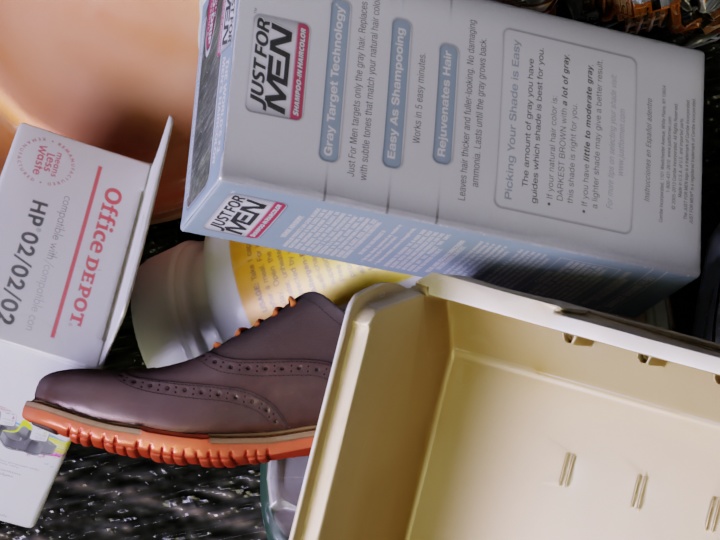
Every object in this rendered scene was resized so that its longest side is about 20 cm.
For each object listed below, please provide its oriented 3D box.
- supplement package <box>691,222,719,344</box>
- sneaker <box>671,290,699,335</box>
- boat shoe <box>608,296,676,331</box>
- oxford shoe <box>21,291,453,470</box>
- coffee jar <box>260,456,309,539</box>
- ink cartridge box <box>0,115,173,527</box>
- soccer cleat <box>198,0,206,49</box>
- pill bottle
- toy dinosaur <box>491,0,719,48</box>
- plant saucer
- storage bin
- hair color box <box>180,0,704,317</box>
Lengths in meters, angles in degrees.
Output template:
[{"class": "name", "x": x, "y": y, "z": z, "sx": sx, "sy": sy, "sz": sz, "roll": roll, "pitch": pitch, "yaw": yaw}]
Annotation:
[{"class": "supplement package", "x": 0.270, "y": -0.004, "z": 0.892, "sx": 0.191, "sy": 0.147, "sz": 0.200, "roll": 32, "pitch": 121, "yaw": -5}, {"class": "sneaker", "x": 0.209, "y": 0.087, "z": 0.982, "sx": 0.200, "sy": 0.082, "sz": 0.072, "roll": 49, "pitch": 127, "yaw": 30}, {"class": "boat shoe", "x": 0.096, "y": 0.088, "z": 0.890, "sx": 0.066, "sy": 0.201, "sz": 0.074, "roll": 3, "pitch": 150, "yaw": 8}, {"class": "oxford shoe", "x": -0.040, "y": 0.046, "z": 0.903, "sx": 0.198, "sy": 0.071, "sz": 0.073, "roll": 2, "pitch": 84, "yaw": -7}, {"class": "coffee jar", "x": 0.008, "y": 0.131, "z": 1.018, "sx": 0.103, "sy": 0.086, "sz": 0.200, "roll": -1, "pitch": 153, "yaw": 0}, {"class": "ink cartridge box", "x": -0.147, "y": 0.018, "z": 0.980, "sx": 0.067, "sy": 0.116, "sz": 0.200, "roll": 17, "pitch": 143, "yaw": -10}, {"class": "soccer cleat", "x": -0.041, "y": -0.177, "z": 0.901, "sx": 0.077, "sy": 0.069, "sz": 0.201, "roll": 18, "pitch": 99, "yaw": 14}, {"class": "pill bottle", "x": 0.000, "y": 0.000, "z": 0.979, "sx": 0.199, "sy": 0.113, "sz": 0.113, "roll": -22, "pitch": 112, "yaw": 23}, {"class": "toy dinosaur", "x": 0.075, "y": -0.135, "z": 0.880, "sx": 0.102, "sy": 0.199, "sz": 0.136, "roll": 46, "pitch": 136, "yaw": 39}, {"class": "plant saucer", "x": -0.120, "y": -0.116, "z": 0.987, "sx": 0.199, "sy": 0.038, "sz": 0.201, "roll": 5, "pitch": 119, "yaw": 9}, {"class": "storage bin", "x": 0.081, "y": 0.118, "z": 0.789, "sx": 0.199, "sy": 0.094, "sz": 0.200, "roll": 15, "pitch": 93, "yaw": 26}, {"class": "hair color box", "x": 0.035, "y": -0.052, "z": 0.856, "sx": 0.199, "sy": 0.100, "sz": 0.061, "roll": 11, "pitch": 159, "yaw": -18}]
